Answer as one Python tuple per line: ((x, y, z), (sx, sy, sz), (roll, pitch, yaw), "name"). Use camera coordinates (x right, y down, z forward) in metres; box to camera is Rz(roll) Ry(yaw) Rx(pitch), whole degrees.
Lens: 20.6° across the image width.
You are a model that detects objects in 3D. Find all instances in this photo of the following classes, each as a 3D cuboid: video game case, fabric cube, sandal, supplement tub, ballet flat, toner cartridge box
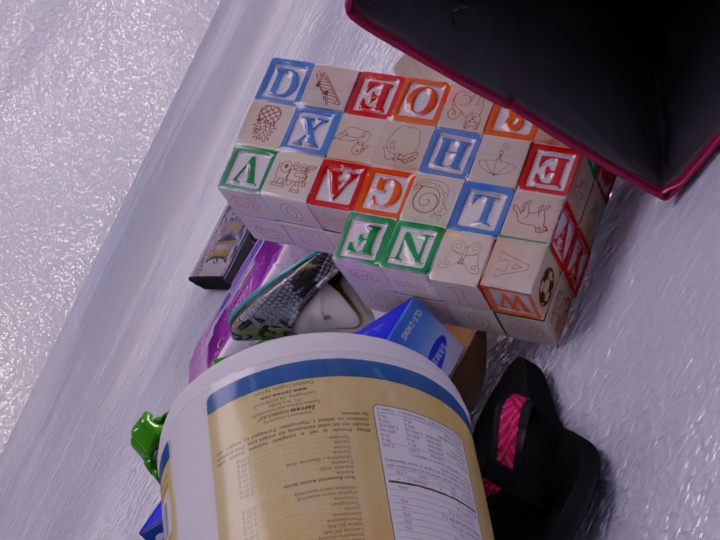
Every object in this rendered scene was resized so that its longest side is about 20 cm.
((-0.108, -0.066, 2.008), (0.182, 0.025, 0.200), (-63, 13, -7), "video game case")
((0.127, -0.199, 0.987), (0.197, 0.199, 0.200), (-54, 15, 32), "fabric cube")
((0.069, 0.090, 0.946), (0.075, 0.045, 0.200), (-58, 13, 11), "sandal")
((-0.010, 0.143, 0.838), (0.145, 0.144, 0.201), (-51, 35, 38), "supplement tub")
((0.000, 0.000, 1.297), (0.200, 0.072, 0.072), (-40, 18, 13), "ballet flat")
((-0.035, 0.094, 1.072), (0.200, 0.043, 0.095), (-34, 18, 46), "toner cartridge box")

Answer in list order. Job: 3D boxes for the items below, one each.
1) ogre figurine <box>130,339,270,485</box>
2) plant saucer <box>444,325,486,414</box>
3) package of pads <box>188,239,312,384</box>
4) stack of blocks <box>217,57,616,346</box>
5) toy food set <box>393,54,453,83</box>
((-0.088, 0.109, 1.334), (0.119, 0.201, 0.098), (-34, 51, -7), "ogre figurine")
((0.008, 0.094, 1.121), (0.200, 0.035, 0.200), (-43, 12, 11), "plant saucer")
((-0.056, 0.021, 1.509), (0.201, 0.075, 0.121), (-58, 12, 13), "package of pads")
((0.026, -0.040, 1.066), (0.116, 0.198, 0.059), (-68, -28, -21), "stack of blocks")
((0.096, -0.149, 1.293), (0.144, 0.060, 0.200), (-47, 18, 11), "toy food set")
